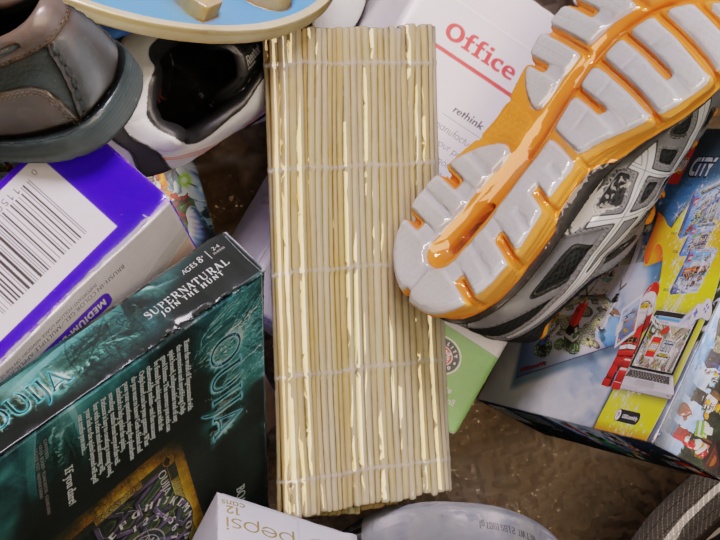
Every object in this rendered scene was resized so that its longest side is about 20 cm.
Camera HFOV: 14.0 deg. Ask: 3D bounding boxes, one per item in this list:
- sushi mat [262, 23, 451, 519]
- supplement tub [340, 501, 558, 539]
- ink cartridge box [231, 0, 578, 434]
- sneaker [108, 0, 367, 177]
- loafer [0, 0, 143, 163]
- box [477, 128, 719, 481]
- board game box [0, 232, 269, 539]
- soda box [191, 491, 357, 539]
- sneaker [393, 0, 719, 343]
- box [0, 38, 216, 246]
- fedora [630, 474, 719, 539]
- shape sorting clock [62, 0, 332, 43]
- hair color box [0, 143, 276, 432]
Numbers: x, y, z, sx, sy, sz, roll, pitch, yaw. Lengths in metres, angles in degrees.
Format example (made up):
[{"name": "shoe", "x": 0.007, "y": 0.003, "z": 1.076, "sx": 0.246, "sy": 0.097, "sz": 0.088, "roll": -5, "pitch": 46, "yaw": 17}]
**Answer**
[{"name": "sushi mat", "x": 0.000, "y": 0.000, "z": 1.197, "sx": 0.095, "sy": 0.012, "sz": 0.202, "roll": -8, "pitch": 98, "yaw": -45}, {"name": "supplement tub", "x": 0.038, "y": 0.205, "z": 1.201, "sx": 0.122, "sy": 0.123, "sz": 0.201, "roll": 10, "pitch": 46, "yaw": -16}, {"name": "ink cartridge box", "x": 0.034, "y": -0.046, "z": 1.267, "sx": 0.117, "sy": 0.067, "sz": 0.201, "roll": 33, "pitch": 83, "yaw": -17}, {"name": "sneaker", "x": -0.050, "y": -0.088, "z": 1.206, "sx": 0.200, "sy": 0.080, "sz": 0.074, "roll": -41, "pitch": 109, "yaw": -42}, {"name": "loafer", "x": -0.177, "y": -0.078, "z": 1.113, "sx": 0.063, "sy": 0.199, "sz": 0.072, "roll": 56, "pitch": 41, "yaw": -44}, {"name": "box", "x": 0.126, "y": 0.009, "z": 1.227, "sx": 0.038, "sy": 0.200, "sz": 0.137, "roll": 28, "pitch": 84, "yaw": -17}, {"name": "board game box", "x": -0.094, "y": 0.087, "z": 1.148, "sx": 0.135, "sy": 0.201, "sz": 0.028, "roll": -35, "pitch": 61, "yaw": -25}, {"name": "soda box", "x": -0.067, "y": 0.190, "z": 1.194, "sx": 0.063, "sy": 0.068, "sz": 0.201, "roll": 18, "pitch": 122, "yaw": -15}, {"name": "sneaker", "x": 0.100, "y": -0.051, "z": 1.206, "sx": 0.200, "sy": 0.078, "sz": 0.077, "roll": -44, "pitch": 140, "yaw": 6}, {"name": "box", "x": -0.172, "y": -0.045, "z": 1.223, "sx": 0.199, "sy": 0.040, "sz": 0.138, "roll": -18, "pitch": 95, "yaw": -15}, {"name": "fedora", "x": 0.183, "y": 0.158, "z": 1.304, "sx": 0.176, "sy": 0.090, "sz": 0.201, "roll": 34, "pitch": 89, "yaw": -13}, {"name": "shape sorting clock", "x": -0.100, "y": -0.152, "z": 1.172, "sx": 0.199, "sy": 0.200, "sz": 0.039, "roll": 10, "pitch": 121, "yaw": -16}, {"name": "hair color box", "x": -0.106, "y": 0.037, "z": 1.167, "sx": 0.109, "sy": 0.200, "sz": 0.065, "roll": -45, "pitch": 65, "yaw": -10}]
